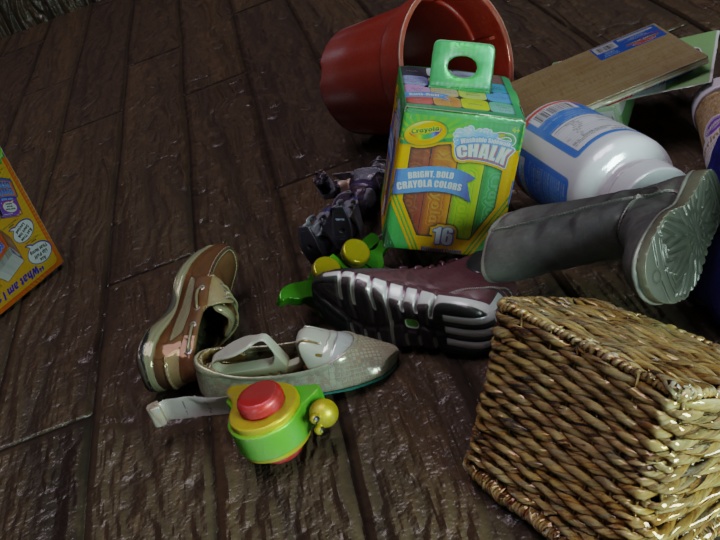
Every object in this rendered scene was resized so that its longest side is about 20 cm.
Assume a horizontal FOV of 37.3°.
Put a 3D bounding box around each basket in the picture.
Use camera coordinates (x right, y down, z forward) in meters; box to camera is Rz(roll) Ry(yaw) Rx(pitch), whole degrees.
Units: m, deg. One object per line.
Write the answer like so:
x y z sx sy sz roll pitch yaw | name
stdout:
0.190 0.116 0.773 0.142 0.150 0.200 2 14 -33 | basket

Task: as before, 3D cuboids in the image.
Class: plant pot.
0.061 -0.258 1.389 0.201 0.201 0.195 -40 25 -31 | plant pot

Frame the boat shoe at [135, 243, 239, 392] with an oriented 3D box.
-0.162 0.051 1.119 0.073 0.076 0.200 -2 41 21 | boat shoe

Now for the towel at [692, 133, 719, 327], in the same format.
0.324 -0.020 0.857 0.049 0.148 0.200 10 27 -11 | towel

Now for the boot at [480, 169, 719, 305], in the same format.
0.184 -0.020 0.887 0.199 0.073 0.182 -5 21 36 | boot

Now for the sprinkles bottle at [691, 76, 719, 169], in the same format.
0.374 -0.124 1.060 0.068 0.068 0.200 -11 30 17 | sprinkles bottle

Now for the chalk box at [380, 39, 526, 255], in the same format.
0.093 -0.132 1.090 0.124 0.201 0.124 5 30 -4 | chalk box

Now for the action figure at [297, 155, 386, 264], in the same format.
-0.003 -0.087 1.248 0.130 0.070 0.200 -11 27 28 | action figure

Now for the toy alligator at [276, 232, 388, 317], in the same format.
0.000 0.000 1.118 0.200 0.059 0.054 -32 74 -34 | toy alligator

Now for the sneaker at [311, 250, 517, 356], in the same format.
0.059 0.021 1.028 0.199 0.076 0.116 12 36 30 | sneaker

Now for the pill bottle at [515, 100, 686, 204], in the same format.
0.236 -0.090 1.047 0.112 0.113 0.200 -25 29 -8 | pill bottle

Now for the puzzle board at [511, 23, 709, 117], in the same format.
0.267 -0.215 1.195 0.199 0.017 0.151 -22 27 2 | puzzle board

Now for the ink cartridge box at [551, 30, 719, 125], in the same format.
0.306 -0.208 1.217 0.199 0.048 0.146 -5 32 26 | ink cartridge box

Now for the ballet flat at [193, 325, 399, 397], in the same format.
-0.065 0.085 0.995 0.199 0.063 0.068 -13 30 14 | ballet flat

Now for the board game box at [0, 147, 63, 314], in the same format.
-0.558 -0.039 1.390 0.199 0.200 0.200 3 36 38 | board game box

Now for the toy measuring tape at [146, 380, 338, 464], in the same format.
-0.112 0.136 0.933 0.199 0.074 0.074 -7 31 24 | toy measuring tape
